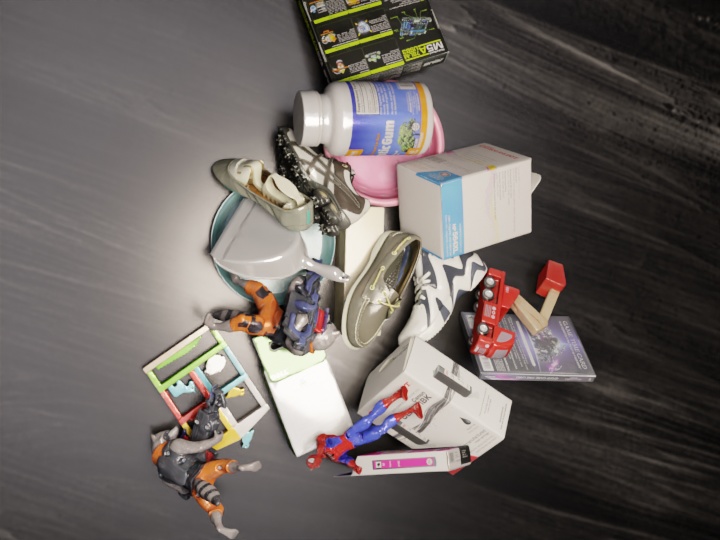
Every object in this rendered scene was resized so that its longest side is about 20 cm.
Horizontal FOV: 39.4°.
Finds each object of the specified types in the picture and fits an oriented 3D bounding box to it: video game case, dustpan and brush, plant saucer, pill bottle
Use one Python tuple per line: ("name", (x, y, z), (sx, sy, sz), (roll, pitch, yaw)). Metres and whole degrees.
("video game case", (0.271, 0.124, 1.646), (0.198, 0.144, 0.019), (4, 129, -14))
("dustpan and brush", (-0.109, -0.026, 1.520), (0.198, 0.058, 0.140), (14, 50, 14))
("plant saucer", (-0.139, -0.046, 1.594), (0.198, 0.027, 0.203), (-1, 93, -14))
("pill bottle", (0.002, -0.229, 1.521), (0.198, 0.112, 0.114), (-3, 93, -16))
("plant saucer", (0.034, -0.203, 1.617), (0.198, 0.051, 0.203), (0, 91, -13))

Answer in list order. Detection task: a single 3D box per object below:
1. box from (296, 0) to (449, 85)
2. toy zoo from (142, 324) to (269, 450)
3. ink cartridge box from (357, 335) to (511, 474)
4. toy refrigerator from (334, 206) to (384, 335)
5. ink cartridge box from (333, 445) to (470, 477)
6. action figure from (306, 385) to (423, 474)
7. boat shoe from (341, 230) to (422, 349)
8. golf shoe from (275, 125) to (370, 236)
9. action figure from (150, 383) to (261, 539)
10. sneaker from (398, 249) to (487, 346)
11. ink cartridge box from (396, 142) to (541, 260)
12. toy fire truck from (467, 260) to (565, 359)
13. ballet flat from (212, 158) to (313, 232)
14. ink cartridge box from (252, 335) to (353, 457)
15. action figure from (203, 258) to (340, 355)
("box", (0.015, -0.394, 1.585), (0.198, 0.048, 0.195), (-19, 83, -12))
("toy zoo", (-0.234, 0.198, 1.583), (0.131, 0.020, 0.201), (-34, 99, -9))
("ink cartridge box", (0.116, 0.215, 1.596), (0.199, 0.144, 0.084), (34, 43, -11))
("toy refrigerator", (0.000, 0.000, 1.603), (0.069, 0.076, 0.203), (1, 91, -13))
("ink cartridge box", (0.064, 0.299, 1.569), (0.198, 0.094, 0.038), (-11, 81, 26))
("action figure", (-0.003, 0.262, 1.515), (0.199, 0.099, 0.065), (-32, 113, 18))
("boat shoe", (0.034, 0.029, 1.530), (0.072, 0.060, 0.203), (42, 64, -39))
("golf shoe", (-0.061, -0.147, 1.553), (0.094, 0.078, 0.201), (-25, 72, -22))
("action figure", (-0.242, 0.279, 1.505), (0.104, 0.192, 0.202), (-7, 113, -54))
("sneaker", (0.100, 0.021, 1.625), (0.130, 0.079, 0.199), (44, 82, -9))
("ink cartridge box", (0.175, -0.115, 1.581), (0.198, 0.128, 0.127), (-16, 116, -26))
("toy fire truck", (0.256, 0.063, 1.631), (0.140, 0.049, 0.202), (17, 55, -6))
("ballet flat", (-0.146, -0.133, 1.525), (0.199, 0.064, 0.067), (36, 52, 23))
("ink cartridge box", (-0.094, 0.181, 1.594), (0.103, 0.059, 0.202), (-22, 94, -11))
("action figure", (-0.120, 0.061, 1.533), (0.192, 0.201, 0.105), (23, 128, -1))
